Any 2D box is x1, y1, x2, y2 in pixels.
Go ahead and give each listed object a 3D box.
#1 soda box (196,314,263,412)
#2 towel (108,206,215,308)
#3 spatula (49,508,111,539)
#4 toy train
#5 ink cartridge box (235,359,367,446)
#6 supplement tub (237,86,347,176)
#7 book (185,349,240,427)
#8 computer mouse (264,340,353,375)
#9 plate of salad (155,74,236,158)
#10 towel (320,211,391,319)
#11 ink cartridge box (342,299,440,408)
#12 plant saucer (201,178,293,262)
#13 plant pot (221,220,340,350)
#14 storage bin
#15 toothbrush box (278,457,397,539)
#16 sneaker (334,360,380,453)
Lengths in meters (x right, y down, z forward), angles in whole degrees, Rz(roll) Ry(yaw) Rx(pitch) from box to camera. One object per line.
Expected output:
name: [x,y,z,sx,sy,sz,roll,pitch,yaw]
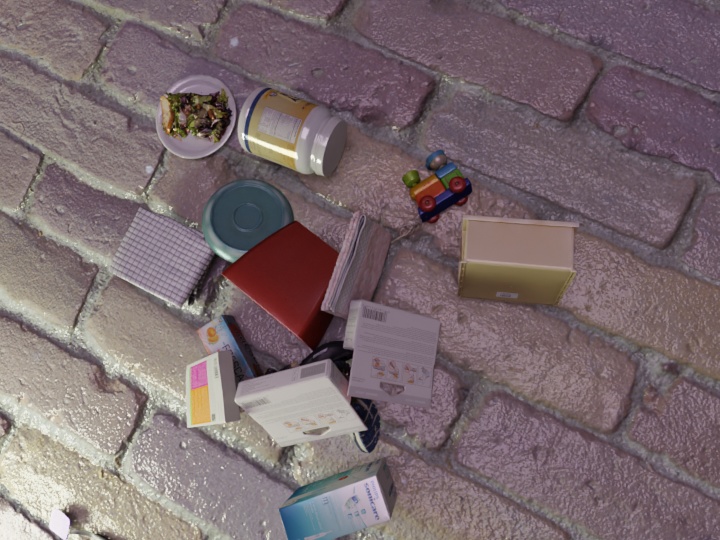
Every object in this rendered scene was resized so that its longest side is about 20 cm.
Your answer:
soda box: [-0.266,0.195,1.164,0.068,0.064,0.201,-31,81,4]
towel: [-0.425,-0.026,1.205,0.199,0.086,0.167,24,80,6]
spatula: [-0.598,0.578,1.195,0.198,0.021,0.057,17,99,8]
toy train: [0.121,-0.157,1.137,0.199,0.085,0.116,-32,69,5]
ink cartridge box: [-0.108,0.258,1.044,0.198,0.177,0.045,-17,40,18]
supplement tub: [-0.142,-0.290,1.158,0.198,0.144,0.146,22,87,11]
book: [-0.306,0.244,1.110,0.048,0.199,0.135,-2,76,-35]
computer mouse: [-0.101,0.179,1.103,0.199,0.140,0.046,-24,72,6]
plate of salad: [-0.382,-0.357,1.254,0.198,0.048,0.202,-1,83,9]
towel: [0.000,0.000,1.079,0.032,0.191,0.202,18,86,21]
ink cartridge box: [0.059,0.163,1.057,0.199,0.045,0.178,17,76,-30]
plant saucer: [-0.243,-0.112,1.181,0.198,0.027,0.202,2,72,-6]
plant pot: [-0.126,0.022,1.106,0.199,0.200,0.177,37,79,11]
storage bin: [0.287,-0.010,1.034,0.198,0.199,0.095,5,67,9]
toothbrush box: [-0.038,0.448,1.057,0.198,0.146,0.086,-21,81,7]
sneaker: [-0.028,0.279,1.117,0.085,0.077,0.201,-20,96,39]
